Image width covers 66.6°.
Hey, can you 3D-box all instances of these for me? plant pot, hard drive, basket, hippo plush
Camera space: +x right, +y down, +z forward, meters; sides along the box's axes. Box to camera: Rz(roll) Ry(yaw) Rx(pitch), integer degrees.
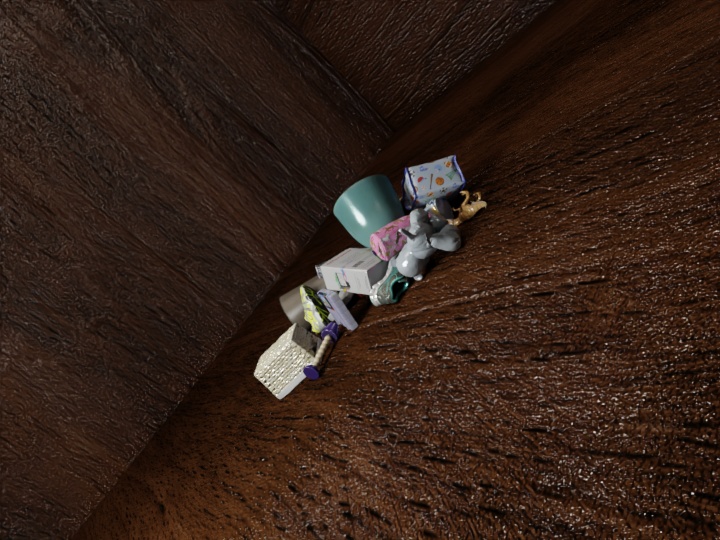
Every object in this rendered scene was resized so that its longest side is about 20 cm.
[{"bbox_3d":[0.042,-0.163,1.668,0.200,0.162,0.201,-28,-19,-11],"label":"plant pot"},{"bbox_3d":[-0.048,0.076,1.927,0.132,0.027,0.200,-51,9,34],"label":"hard drive"},{"bbox_3d":[-0.179,0.107,2.053,0.200,0.181,0.136,-39,-28,8],"label":"basket"},{"bbox_3d":[0.173,-0.050,1.469,0.200,0.158,0.162,-56,-12,-59],"label":"hippo plush"},{"bbox_3d":[-0.226,0.281,1.735,0.200,0.123,0.136,-43,15,16],"label":"basket"}]

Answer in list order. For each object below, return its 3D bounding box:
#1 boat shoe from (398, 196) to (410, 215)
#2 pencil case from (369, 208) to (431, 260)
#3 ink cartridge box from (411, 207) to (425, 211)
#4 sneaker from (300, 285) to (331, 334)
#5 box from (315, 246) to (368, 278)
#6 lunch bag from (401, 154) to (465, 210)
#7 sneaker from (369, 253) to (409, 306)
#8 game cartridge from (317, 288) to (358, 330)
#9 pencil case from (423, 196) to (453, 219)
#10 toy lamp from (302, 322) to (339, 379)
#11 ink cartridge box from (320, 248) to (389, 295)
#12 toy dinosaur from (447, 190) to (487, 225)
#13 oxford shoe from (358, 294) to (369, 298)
[{"bbox_3d":[0.108,-0.155,1.808,0.063,0.073,0.201,-13,40,53],"label":"boat shoe"},{"bbox_3d":[0.124,-0.103,1.575,0.199,0.083,0.087,-29,-37,-22],"label":"pencil case"},{"bbox_3d":[0.146,-0.144,1.853,0.200,0.048,0.145,-47,31,-2],"label":"ink cartridge box"},{"bbox_3d":[-0.176,0.134,1.929,0.076,0.075,0.201,-46,50,21],"label":"sneaker"},{"bbox_3d":[-0.035,-0.030,1.930,0.157,0.050,0.199,-2,20,47],"label":"box"},{"bbox_3d":[0.220,-0.263,1.719,0.169,0.125,0.200,-15,-15,-2],"label":"lunch bag"},{"bbox_3d":[0.113,0.023,1.554,0.091,0.078,0.201,1,52,52],"label":"sneaker"},{"bbox_3d":[-0.077,0.119,1.713,0.038,0.130,0.200,-40,11,-11],"label":"game cartridge"},{"bbox_3d":[0.193,-0.143,1.691,0.200,0.090,0.084,-38,53,42],"label":"pencil case"},{"bbox_3d":[-0.114,0.237,1.657,0.058,0.058,0.200,-36,18,42],"label":"toy lamp"},{"bbox_3d":[0.000,0.000,1.668,0.199,0.085,0.145,5,29,43],"label":"ink cartridge box"},{"bbox_3d":[0.311,-0.173,1.515,0.200,0.060,0.107,145,139,-60],"label":"toy dinosaur"},{"bbox_3d":[0.015,0.043,1.762,0.071,0.073,0.200,-53,14,-20],"label":"oxford shoe"}]
